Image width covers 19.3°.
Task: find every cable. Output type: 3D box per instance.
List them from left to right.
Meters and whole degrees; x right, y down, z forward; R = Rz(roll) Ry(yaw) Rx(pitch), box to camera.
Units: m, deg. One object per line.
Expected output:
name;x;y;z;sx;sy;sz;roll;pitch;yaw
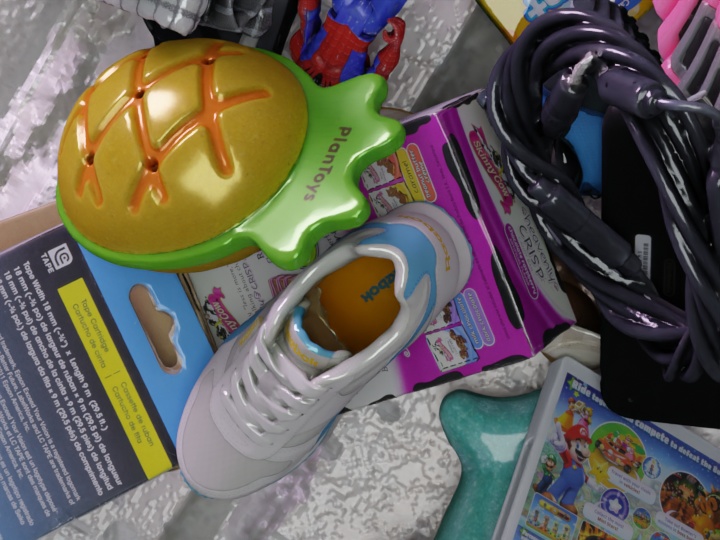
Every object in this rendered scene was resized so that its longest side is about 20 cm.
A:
cable;0.125;-0.028;1.026;0.051;0.163;0.200;-37;133;-24

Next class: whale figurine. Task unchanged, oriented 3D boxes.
whale figurine;0.085;0.167;1.176;0.158;0.104;0.201;-1;96;3

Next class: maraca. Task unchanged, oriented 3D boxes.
maraca;-0.070;-0.057;1.065;0.199;0.107;0.137;7;63;34

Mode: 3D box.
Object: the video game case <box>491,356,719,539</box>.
video game case;0.134;0.165;1.146;0.143;0.018;0.200;31;62;-17

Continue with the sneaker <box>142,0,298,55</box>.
sneaker;-0.080;-0.142;1.163;0.083;0.072;0.201;19;96;2

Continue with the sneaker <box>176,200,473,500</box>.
sneaker;-0.032;0.044;1.071;0.077;0.081;0.200;46;113;9

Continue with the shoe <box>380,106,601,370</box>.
shoe;0.072;-0.021;1.174;0.200;0.053;0.070;40;80;-5

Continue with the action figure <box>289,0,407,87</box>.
action figure;0.001;-0.145;1.134;0.065;0.052;0.200;33;133;5

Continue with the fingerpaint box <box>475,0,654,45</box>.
fingerpaint box;0.127;-0.224;1.145;0.200;0.073;0.167;-38;95;6

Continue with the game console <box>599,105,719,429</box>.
game console;0.222;-0.023;1.130;0.175;0.117;0.201;5;124;14

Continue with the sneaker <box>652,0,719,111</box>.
sneaker;0.191;-0.125;1.042;0.095;0.200;0.079;12;137;-23

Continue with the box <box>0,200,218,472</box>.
box;-0.178;0.049;1.185;0.199;0.021;0.164;-18;97;21

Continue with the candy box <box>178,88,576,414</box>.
candy box;0.000;0.000;1.139;0.200;0.061;0.137;-18;97;34

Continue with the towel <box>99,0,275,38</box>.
towel;-0.113;-0.221;1.119;0.200;0.085;0.166;23;96;32

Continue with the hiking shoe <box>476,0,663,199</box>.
hiking shoe;0.146;-0.068;1.138;0.087;0.075;0.200;-37;128;15

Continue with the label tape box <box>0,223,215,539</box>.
label tape box;-0.183;0.066;1.131;0.200;0.063;0.145;-26;95;-20
